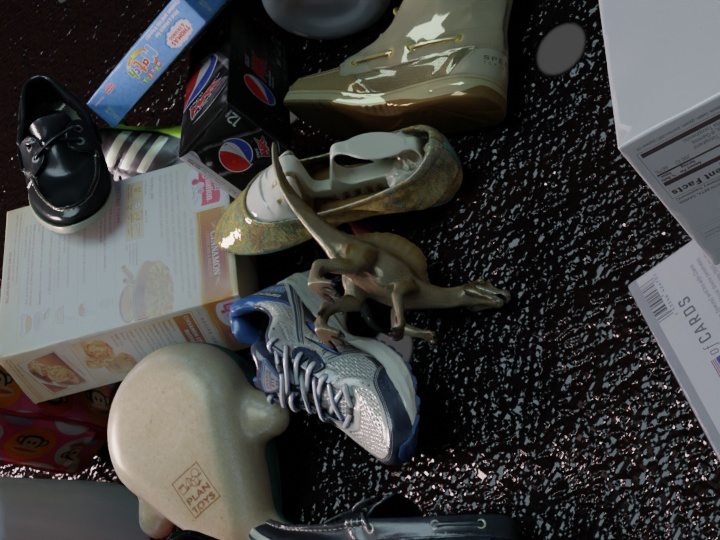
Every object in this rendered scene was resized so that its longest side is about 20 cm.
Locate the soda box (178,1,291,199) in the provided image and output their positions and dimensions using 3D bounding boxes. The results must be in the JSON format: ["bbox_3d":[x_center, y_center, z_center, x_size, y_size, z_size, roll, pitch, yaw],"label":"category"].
[{"bbox_3d":[-0.103,-0.145,0.933,0.063,0.071,0.201,-43,28,22],"label":"soda box"}]

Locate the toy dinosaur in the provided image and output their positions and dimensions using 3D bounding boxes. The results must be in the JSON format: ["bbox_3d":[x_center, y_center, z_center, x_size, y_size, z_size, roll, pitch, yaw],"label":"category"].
[{"bbox_3d":[0.000,0.000,0.767,0.101,0.199,0.059,-53,-10,-43],"label":"toy dinosaur"}]

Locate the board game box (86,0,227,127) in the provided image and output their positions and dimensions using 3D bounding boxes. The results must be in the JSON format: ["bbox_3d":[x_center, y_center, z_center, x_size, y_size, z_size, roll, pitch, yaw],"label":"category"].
[{"bbox_3d":[-0.150,-0.228,0.995,0.151,0.037,0.201,-38,18,38],"label":"board game box"}]

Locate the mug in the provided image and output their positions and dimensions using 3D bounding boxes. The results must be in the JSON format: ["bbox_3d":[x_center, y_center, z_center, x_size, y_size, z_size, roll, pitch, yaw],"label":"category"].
[{"bbox_3d":[-0.288,0.237,0.916,0.185,0.152,0.151,-15,62,38],"label":"mug"}]

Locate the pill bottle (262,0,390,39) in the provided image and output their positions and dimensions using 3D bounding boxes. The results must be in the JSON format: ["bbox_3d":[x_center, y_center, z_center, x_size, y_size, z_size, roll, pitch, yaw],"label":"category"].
[{"bbox_3d":[-0.034,-0.307,0.956,0.111,0.112,0.202,-24,57,32],"label":"pill bottle"}]

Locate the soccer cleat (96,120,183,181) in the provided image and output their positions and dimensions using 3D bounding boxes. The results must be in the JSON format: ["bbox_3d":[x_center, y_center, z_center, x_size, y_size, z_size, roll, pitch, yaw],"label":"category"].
[{"bbox_3d":[-0.201,-0.092,1.021,0.198,0.067,0.082,-3,75,22],"label":"soccer cleat"}]

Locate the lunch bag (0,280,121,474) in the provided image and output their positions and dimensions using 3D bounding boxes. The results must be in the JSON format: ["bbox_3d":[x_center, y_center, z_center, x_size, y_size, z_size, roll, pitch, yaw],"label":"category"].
[{"bbox_3d":[-0.308,0.077,0.974,0.082,0.199,0.177,-43,49,25],"label":"lunch bag"}]

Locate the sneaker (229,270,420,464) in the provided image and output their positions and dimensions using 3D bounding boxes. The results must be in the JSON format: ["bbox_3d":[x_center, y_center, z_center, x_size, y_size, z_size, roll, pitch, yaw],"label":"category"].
[{"bbox_3d":[-0.032,0.075,0.786,0.200,0.084,0.078,42,133,47],"label":"sneaker"}]

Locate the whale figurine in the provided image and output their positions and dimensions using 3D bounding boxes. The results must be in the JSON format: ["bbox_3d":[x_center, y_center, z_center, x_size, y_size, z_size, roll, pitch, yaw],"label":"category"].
[{"bbox_3d":[-0.100,0.148,0.841,0.159,0.103,0.201,-44,72,19],"label":"whale figurine"}]

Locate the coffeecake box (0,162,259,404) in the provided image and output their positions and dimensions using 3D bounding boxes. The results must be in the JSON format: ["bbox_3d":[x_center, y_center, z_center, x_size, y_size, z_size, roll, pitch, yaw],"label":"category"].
[{"bbox_3d":[-0.187,0.004,0.917,0.198,0.073,0.155,-15,51,6],"label":"coffeecake box"}]

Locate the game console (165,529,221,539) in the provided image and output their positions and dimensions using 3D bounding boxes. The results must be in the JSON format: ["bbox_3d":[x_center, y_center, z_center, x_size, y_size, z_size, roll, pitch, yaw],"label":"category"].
[{"bbox_3d":[-0.080,0.300,0.723,0.202,0.171,0.119,-65,18,-1],"label":"game console"}]

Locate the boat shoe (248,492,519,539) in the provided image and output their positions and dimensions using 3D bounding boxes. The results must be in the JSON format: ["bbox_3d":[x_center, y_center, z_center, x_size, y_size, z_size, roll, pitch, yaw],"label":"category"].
[{"bbox_3d":[0.016,0.176,0.719,0.198,0.074,0.063,-1,67,33],"label":"boat shoe"}]

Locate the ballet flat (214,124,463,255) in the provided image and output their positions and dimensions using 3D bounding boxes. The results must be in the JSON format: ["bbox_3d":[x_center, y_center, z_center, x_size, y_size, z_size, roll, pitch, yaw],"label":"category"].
[{"bbox_3d":[-0.025,-0.064,0.824,0.198,0.071,0.071,-12,61,13],"label":"ballet flat"}]

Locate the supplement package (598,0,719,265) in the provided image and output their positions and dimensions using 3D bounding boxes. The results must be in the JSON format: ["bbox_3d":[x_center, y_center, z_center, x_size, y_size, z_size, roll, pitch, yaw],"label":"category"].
[{"bbox_3d":[0.243,-0.128,0.596,0.199,0.111,0.157,-27,38,30],"label":"supplement package"}]

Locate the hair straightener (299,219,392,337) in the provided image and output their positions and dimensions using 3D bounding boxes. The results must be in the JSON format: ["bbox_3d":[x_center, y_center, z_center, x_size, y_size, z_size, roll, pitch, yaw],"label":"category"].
[{"bbox_3d":[-0.026,-0.017,0.865,0.077,0.041,0.200,-49,52,15],"label":"hair straightener"}]

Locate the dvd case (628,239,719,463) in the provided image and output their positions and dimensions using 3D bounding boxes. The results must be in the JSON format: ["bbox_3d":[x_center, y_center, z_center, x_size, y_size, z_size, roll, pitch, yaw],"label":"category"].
[{"bbox_3d":[0.258,0.012,0.606,0.199,0.025,0.151,-39,50,24],"label":"dvd case"}]

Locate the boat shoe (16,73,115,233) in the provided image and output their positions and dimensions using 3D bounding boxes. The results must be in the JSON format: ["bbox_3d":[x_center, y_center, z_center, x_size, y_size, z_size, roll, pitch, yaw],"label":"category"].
[{"bbox_3d":[-0.254,-0.106,0.939,0.074,0.067,0.200,-18,39,-3],"label":"boat shoe"}]

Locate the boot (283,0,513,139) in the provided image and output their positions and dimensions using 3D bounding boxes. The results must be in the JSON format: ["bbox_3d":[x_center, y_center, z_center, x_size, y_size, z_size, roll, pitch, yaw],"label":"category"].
[{"bbox_3d":[0.035,-0.185,0.865,0.198,0.073,0.157,0,72,41],"label":"boot"}]
